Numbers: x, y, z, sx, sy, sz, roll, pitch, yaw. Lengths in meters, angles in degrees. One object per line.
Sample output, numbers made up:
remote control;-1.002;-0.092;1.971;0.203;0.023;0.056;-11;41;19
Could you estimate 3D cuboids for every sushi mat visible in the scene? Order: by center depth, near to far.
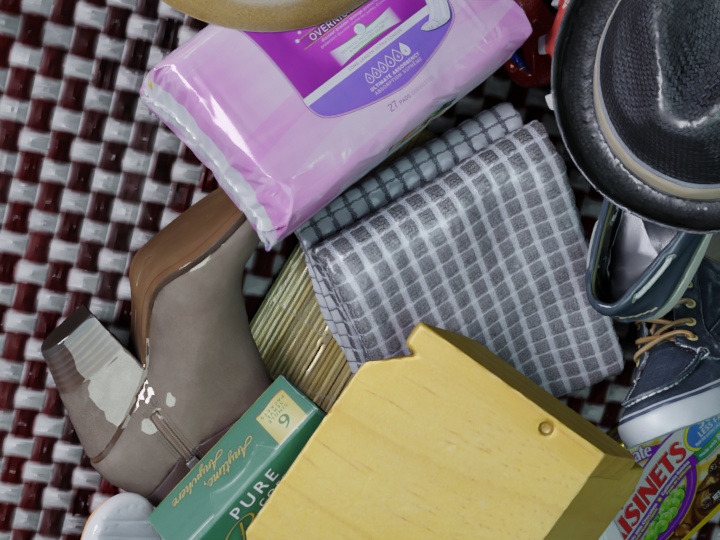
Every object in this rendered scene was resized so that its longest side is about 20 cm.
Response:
sushi mat;0.000;0.000;1.015;0.096;0.012;0.200;28;95;-27

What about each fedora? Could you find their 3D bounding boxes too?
fedora;0.193;-0.125;0.858;0.200;0.092;0.201;-2;76;9

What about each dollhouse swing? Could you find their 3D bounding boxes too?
dollhouse swing;0.056;0.149;0.981;0.182;0.176;0.200;36;99;7

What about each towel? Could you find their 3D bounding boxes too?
towel;0.067;0.019;0.987;0.165;0.086;0.200;-32;125;-10

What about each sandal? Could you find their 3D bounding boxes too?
sandal;-0.162;0.218;0.993;0.079;0.059;0.207;-21;126;-45

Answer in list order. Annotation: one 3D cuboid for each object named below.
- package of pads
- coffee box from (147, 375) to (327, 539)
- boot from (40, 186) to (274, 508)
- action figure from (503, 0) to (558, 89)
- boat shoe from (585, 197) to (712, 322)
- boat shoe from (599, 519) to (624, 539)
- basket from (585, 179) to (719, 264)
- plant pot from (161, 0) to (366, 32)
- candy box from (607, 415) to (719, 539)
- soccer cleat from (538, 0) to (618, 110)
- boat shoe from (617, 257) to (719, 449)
package of pads;-0.014;-0.118;0.907;0.200;0.076;0.121;-40;90;-18
coffee box;-0.030;0.159;0.997;0.123;0.044;0.200;-47;138;-1
boot;-0.089;0.050;0.966;0.200;0.070;0.146;-38;114;3
action figure;0.090;-0.179;0.976;0.065;0.052;0.200;-35;120;-2
boat shoe;0.184;-0.064;0.931;0.062;0.075;0.200;5;114;-61
boat shoe;0.165;0.233;1.084;0.073;0.067;0.200;-22;105;-12
basket;0.243;-0.113;1.006;0.180;0.136;0.200;31;100;8
plant pot;-0.055;-0.230;0.868;0.199;0.027;0.201;3;78;-12
candy box;0.210;0.150;1.132;0.200;0.026;0.102;-42;112;-5
soccer cleat;0.164;-0.166;0.951;0.069;0.085;0.201;31;66;-43
boat shoe;0.200;0.050;1.024;0.071;0.200;0.091;-26;87;29
